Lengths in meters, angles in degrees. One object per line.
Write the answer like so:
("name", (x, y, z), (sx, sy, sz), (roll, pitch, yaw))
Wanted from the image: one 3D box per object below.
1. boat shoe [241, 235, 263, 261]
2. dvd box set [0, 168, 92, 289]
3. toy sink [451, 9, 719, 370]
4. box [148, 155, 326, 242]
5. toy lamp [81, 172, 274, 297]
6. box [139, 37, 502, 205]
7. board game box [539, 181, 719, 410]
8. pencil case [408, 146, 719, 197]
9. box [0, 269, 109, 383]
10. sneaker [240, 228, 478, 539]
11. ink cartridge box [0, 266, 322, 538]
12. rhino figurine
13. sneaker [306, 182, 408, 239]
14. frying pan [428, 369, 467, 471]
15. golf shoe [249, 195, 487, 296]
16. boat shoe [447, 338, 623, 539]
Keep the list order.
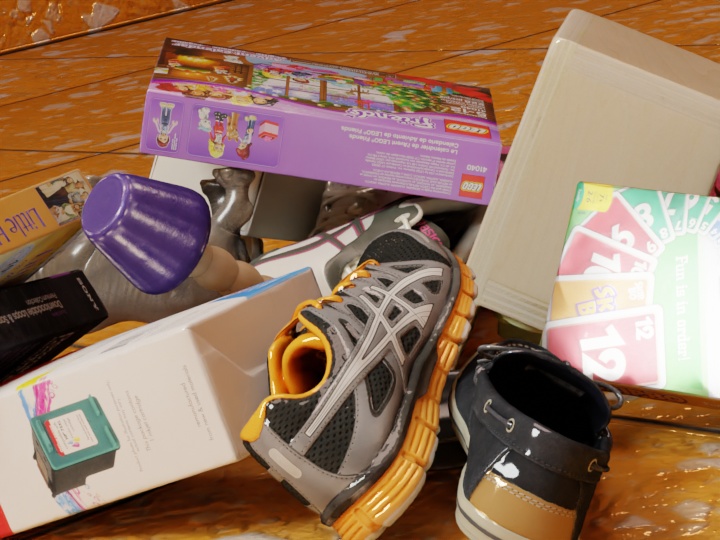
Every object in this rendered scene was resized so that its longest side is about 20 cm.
("boat shoe", (-0.090, 0.013, 1.533), (0.070, 0.070, 0.200), (-6, 12, 13))
("dvd box set", (-0.229, 0.021, 1.253), (0.146, 0.030, 0.200), (-37, -4, 31))
("toy sink", (0.123, -0.021, 1.365), (0.111, 0.201, 0.130), (22, 14, 4))
("box", (-0.045, -0.059, 1.620), (0.082, 0.069, 0.200), (20, 6, 25))
("toy lamp", (-0.056, 0.007, 1.295), (0.199, 0.059, 0.058), (29, -17, -39))
("box", (-0.022, -0.087, 1.468), (0.198, 0.039, 0.137), (9, 17, -3))
("board game box", (0.181, 0.017, 1.179), (0.199, 0.096, 0.030), (8, -12, 28))
("pencil case", (0.124, -0.031, 1.522), (0.198, 0.091, 0.094), (-2, 45, 22))
("box", (-0.221, 0.060, 1.290), (0.143, 0.036, 0.200), (-35, -3, 17))
("sneaker", (-0.001, 0.036, 1.160), (0.078, 0.077, 0.200), (-51, 14, 30))
("ink cartridge box", (-0.116, 0.069, 1.226), (0.199, 0.068, 0.116), (-20, 3, 33))
("rhino figurine", (-0.147, -0.007, 1.458), (0.198, 0.088, 0.060), (-3, -8, 22))
("sneaker", (-0.012, -0.018, 1.550), (0.074, 0.100, 0.200), (-3, 14, 22))
("frying pan", (0.062, 0.061, 1.264), (0.114, 0.031, 0.189), (4, 17, 39))
("golf shoe", (0.000, 0.000, 1.420), (0.088, 0.077, 0.200), (-34, 1, 39))
("boat shoe", (0.077, 0.065, 1.111), (0.074, 0.063, 0.200), (24, 16, -2))
